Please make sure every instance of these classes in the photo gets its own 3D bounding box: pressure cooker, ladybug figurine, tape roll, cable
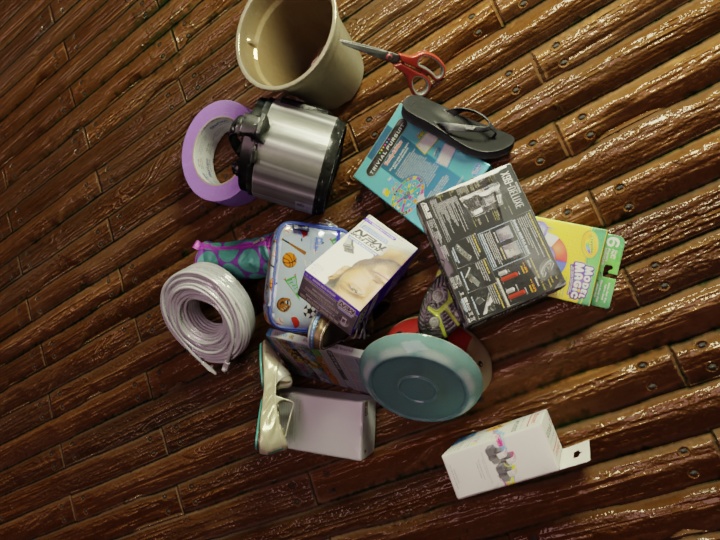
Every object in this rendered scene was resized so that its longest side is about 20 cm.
[{"bbox_3d":[-0.134,-0.205,0.915,0.195,0.180,0.179,15,127,-2],"label":"pressure cooker"},{"bbox_3d":[0.118,0.148,0.867,0.196,0.072,0.139,13,93,25],"label":"ladybug figurine"},{"bbox_3d":[-0.271,-0.238,1.072,0.196,0.065,0.206,-2,85,25],"label":"tape roll"},{"bbox_3d":[-0.295,0.083,1.019,0.199,0.069,0.201,40,123,0],"label":"cable"}]

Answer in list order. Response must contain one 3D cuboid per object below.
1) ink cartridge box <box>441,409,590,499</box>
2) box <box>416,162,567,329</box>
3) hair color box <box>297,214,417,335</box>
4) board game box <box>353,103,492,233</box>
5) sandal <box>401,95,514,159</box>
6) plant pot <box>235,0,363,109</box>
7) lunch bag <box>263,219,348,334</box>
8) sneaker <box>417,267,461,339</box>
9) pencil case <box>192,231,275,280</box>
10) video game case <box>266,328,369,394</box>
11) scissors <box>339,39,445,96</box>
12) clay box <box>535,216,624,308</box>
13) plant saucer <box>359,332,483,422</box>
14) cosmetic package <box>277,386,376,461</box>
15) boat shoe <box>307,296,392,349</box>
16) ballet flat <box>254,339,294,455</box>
[{"bbox_3d":[0.234,0.268,0.783,0.197,0.115,0.069,-26,78,20],"label":"ink cartridge box"},{"bbox_3d":[0.189,-0.037,0.781,0.155,0.050,0.204,-22,76,2],"label":"box"},{"bbox_3d":[0.000,0.000,0.852,0.108,0.200,0.065,34,135,11],"label":"hair color box"},{"bbox_3d":[0.106,-0.167,0.904,0.199,0.047,0.152,41,103,21],"label":"board game box"},{"bbox_3d":[0.158,-0.239,0.851,0.197,0.077,0.043,25,142,9],"label":"sandal"},{"bbox_3d":[-0.087,-0.383,0.927,0.196,0.183,0.206,-3,83,25],"label":"plant pot"},{"bbox_3d":[-0.087,0.010,0.932,0.156,0.075,0.205,9,86,-18],"label":"lunch bag"},{"bbox_3d":[0.153,0.023,0.841,0.074,0.076,0.203,25,85,13],"label":"sneaker"},{"bbox_3d":[-0.230,-0.027,1.024,0.196,0.093,0.086,-6,46,26],"label":"pencil case"},{"bbox_3d":[-0.057,0.163,0.917,0.196,0.144,0.018,9,56,24],"label":"video game case"},{"bbox_3d":[0.060,-0.360,0.872,0.073,0.197,0.014,-50,37,26],"label":"scissors"},{"bbox_3d":[0.294,-0.019,0.809,0.196,0.047,0.118,14,93,25],"label":"clay box"},{"bbox_3d":[0.090,0.176,0.807,0.195,0.028,0.203,9,133,10],"label":"plant saucer"},{"bbox_3d":[-0.072,0.273,0.948,0.195,0.074,0.105,2,87,23],"label":"cosmetic package"},{"bbox_3d":[-0.012,0.075,0.863,0.071,0.199,0.074,19,122,25],"label":"boat shoe"},{"bbox_3d":[-0.148,0.219,0.919,0.068,0.069,0.204,-17,58,22],"label":"ballet flat"}]
